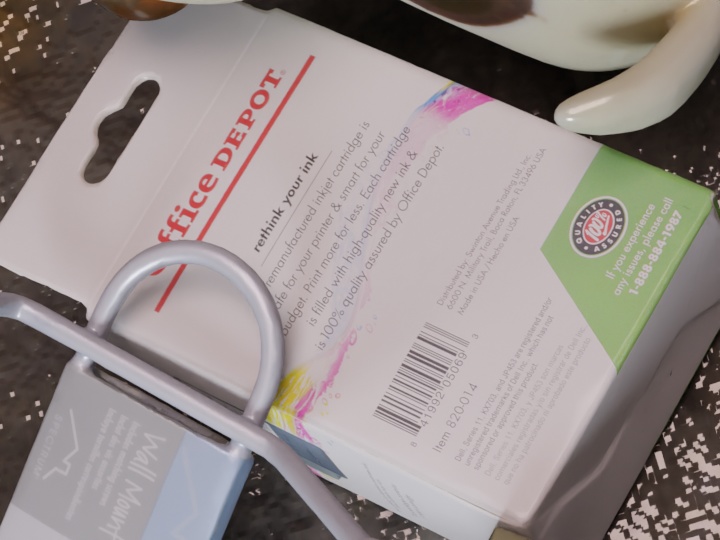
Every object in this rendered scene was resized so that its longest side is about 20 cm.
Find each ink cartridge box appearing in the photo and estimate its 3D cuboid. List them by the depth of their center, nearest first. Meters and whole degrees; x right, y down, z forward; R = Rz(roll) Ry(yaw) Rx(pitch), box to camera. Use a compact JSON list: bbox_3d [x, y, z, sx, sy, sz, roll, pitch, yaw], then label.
[{"bbox_3d":[0.000,0.000,0.904,0.200,0.067,0.117,25,75,25],"label":"ink cartridge box"}]

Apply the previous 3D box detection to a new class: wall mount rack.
[{"bbox_3d":[-0.067,0.097,0.839,0.174,0.075,0.200,28,102,24],"label":"wall mount rack"}]

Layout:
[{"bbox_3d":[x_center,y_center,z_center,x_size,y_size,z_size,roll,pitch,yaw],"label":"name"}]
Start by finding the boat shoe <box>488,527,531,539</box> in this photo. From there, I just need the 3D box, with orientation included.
[{"bbox_3d":[0.032,0.175,0.810,0.068,0.075,0.200,21,88,3],"label":"boat shoe"}]

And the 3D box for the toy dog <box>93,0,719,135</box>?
[{"bbox_3d":[0.007,-0.123,0.887,0.200,0.140,0.194,2,72,-9],"label":"toy dog"}]
